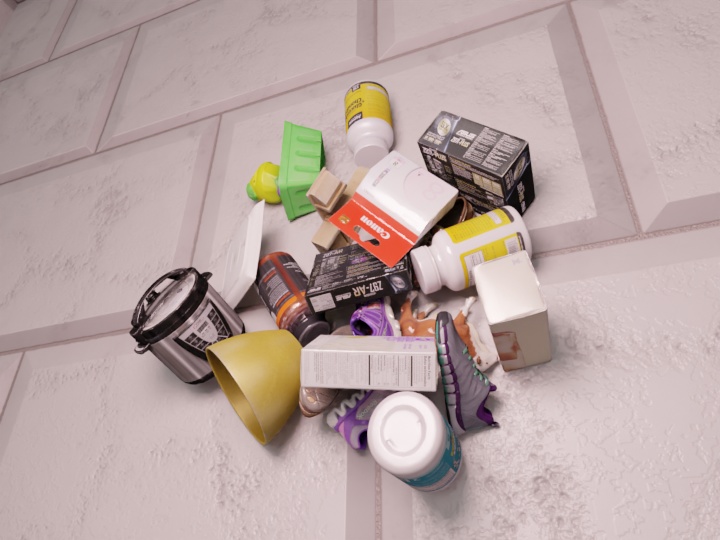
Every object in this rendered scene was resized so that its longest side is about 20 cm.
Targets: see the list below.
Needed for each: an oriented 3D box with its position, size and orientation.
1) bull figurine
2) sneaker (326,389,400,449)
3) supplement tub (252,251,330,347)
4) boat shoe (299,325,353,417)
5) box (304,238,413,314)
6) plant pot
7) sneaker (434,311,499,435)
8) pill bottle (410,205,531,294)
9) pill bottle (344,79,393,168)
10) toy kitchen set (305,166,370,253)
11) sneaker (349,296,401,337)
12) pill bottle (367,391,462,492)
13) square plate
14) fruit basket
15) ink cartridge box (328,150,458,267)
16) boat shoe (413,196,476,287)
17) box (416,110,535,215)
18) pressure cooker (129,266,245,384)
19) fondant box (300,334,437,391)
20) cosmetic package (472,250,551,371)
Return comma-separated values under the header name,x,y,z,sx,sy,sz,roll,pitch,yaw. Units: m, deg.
name,x,y,z,sx,sy,sz,roll,pitch,yaw
bull figurine,0.149,0.109,0.929,0.196,0.065,0.123,8,62,26
sneaker,0.039,0.232,0.902,0.199,0.080,0.089,-41,58,4
supplement tub,-0.138,0.061,1.058,0.106,0.107,0.201,-38,54,-2
boat shoe,-0.052,0.179,0.947,0.075,0.072,0.200,34,46,9
box,0.000,0.000,0.997,0.195,0.044,0.161,-15,27,12
plant pot,-0.171,0.191,0.965,0.141,0.203,0.199,-31,49,-26
sneaker,0.171,0.159,0.846,0.085,0.074,0.205,-9,100,6
pill bottle,0.194,-0.031,0.941,0.196,0.112,0.113,-20,54,-3
pill bottle,0.020,-0.335,1.219,0.110,0.112,0.204,-14,56,15
toy kitchen set,0.008,-0.119,1.065,0.178,0.164,0.202,22,72,32
sneaker,0.014,0.081,0.962,0.201,0.082,0.082,-115,39,-56
pill bottle,0.089,0.262,0.780,0.108,0.201,0.113,-10,58,17
square plate,-0.261,-0.025,1.142,0.198,0.028,0.204,-44,38,48
fruit basket,-0.183,-0.228,1.238,0.210,0.157,0.220,-1,59,2
ink cartridge box,0.062,-0.122,0.974,0.161,0.058,0.199,36,56,20
boat shoe,0.150,-0.061,1.023,0.075,0.072,0.202,27,75,34
box,0.224,-0.194,1.012,0.198,0.164,0.087,33,77,36
pressure cooker,-0.350,0.105,1.047,0.176,0.201,0.177,-30,28,10
fondant box,0.019,0.138,0.808,0.195,0.144,0.060,1,92,7
cosmetic package,0.241,0.071,0.824,0.085,0.201,0.105,-16,55,12
